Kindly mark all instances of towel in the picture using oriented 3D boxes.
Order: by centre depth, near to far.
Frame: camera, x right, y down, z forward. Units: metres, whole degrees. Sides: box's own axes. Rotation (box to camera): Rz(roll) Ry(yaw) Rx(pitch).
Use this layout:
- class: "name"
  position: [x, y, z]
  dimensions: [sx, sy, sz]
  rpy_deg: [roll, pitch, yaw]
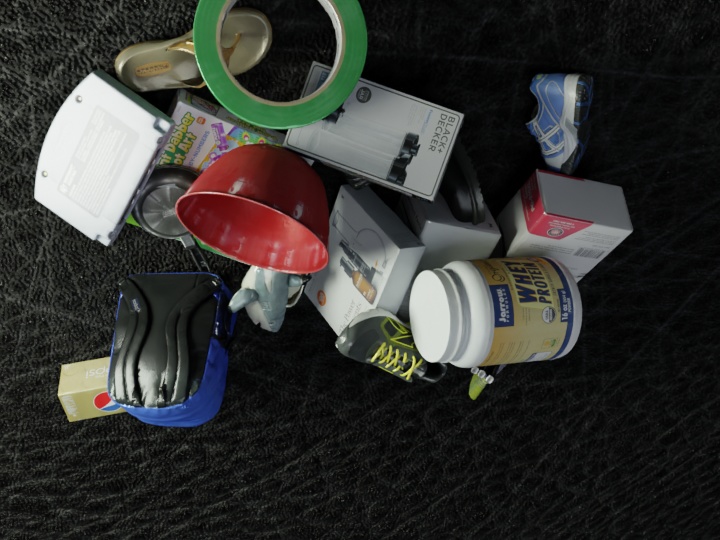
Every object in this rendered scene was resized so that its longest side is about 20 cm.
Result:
- class: "towel"
  position: [0.252, 0.116, 1.376]
  dimensions: [0.023, 0.144, 0.200]
  rpy_deg: [41, 117, 0]

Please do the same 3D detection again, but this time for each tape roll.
- class: "tape roll"
  position: [-0.093, -0.266, 0.991]
  dimensions: [0.200, 0.048, 0.201]
  rpy_deg: [-1, 98, -8]

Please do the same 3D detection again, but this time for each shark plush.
- class: "shark plush"
  position: [-0.106, -0.003, 1.198]
  dimensions: [0.083, 0.091, 0.200]
  rpy_deg: [32, 108, -7]

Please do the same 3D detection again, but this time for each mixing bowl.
- class: "mixing bowl"
  position: [-0.118, -0.088, 1.069]
  dimensions: [0.200, 0.109, 0.200]
  rpy_deg: [16, 158, 7]

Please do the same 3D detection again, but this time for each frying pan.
- class: "frying pan"
  position: [-0.254, -0.056, 1.147]
  dimensions: [0.115, 0.031, 0.190]
  rpy_deg: [1, 125, -10]

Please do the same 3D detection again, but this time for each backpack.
- class: "backpack"
  position: [-0.255, 0.123, 1.209]
  dimensions: [0.162, 0.200, 0.168]
  rpy_deg: [-4, 150, 13]

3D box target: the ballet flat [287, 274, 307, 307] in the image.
- class: "ballet flat"
  position: [-0.089, -0.028, 1.230]
  dimensions: [0.069, 0.070, 0.200]
  rpy_deg: [5, 127, -16]

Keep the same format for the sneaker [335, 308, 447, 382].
- class: "sneaker"
  position: [0.053, 0.109, 1.175]
  dimensions: [0.200, 0.085, 0.075]
  rpy_deg: [10, 121, -46]

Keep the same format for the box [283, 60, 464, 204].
- class: "box"
  position: [0.018, -0.171, 1.062]
  dimensions: [0.200, 0.060, 0.117]
  rpy_deg: [22, 92, 4]

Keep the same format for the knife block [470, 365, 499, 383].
- class: "knife block"
  position: [0.216, 0.098, 1.306]
  dimensions: [0.200, 0.176, 0.064]
  rpy_deg: [7, 129, -32]

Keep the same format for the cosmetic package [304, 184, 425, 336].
- class: "cosmetic package"
  position: [0.000, 0.000, 1.214]
  dimensions: [0.052, 0.151, 0.200]
  rpy_deg: [-7, 133, -35]

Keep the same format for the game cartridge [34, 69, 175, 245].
- class: "game cartridge"
  position: [-0.329, -0.144, 1.070]
  dimensions: [0.133, 0.041, 0.200]
  rpy_deg: [34, 116, -5]

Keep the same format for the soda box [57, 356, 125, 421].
- class: "soda box"
  position: [-0.364, 0.175, 1.333]
  dimensions: [0.199, 0.068, 0.064]
  rpy_deg: [-9, 130, -5]

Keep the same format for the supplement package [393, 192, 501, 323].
- class: "supplement package"
  position: [0.100, -0.018, 1.243]
  dimensions: [0.117, 0.117, 0.200]
  rpy_deg: [10, 126, -20]

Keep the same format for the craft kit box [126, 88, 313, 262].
- class: "craft kit box"
  position: [-0.194, -0.120, 1.150]
  dimensions: [0.197, 0.049, 0.200]
  rpy_deg: [21, 121, -23]

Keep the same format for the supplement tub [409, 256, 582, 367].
- class: "supplement tub"
  position: [0.181, 0.056, 1.154]
  dimensions: [0.199, 0.145, 0.145]
  rpy_deg: [-3, 129, -22]

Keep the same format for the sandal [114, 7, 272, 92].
- class: "sandal"
  position: [-0.201, -0.255, 1.030]
  dimensions: [0.199, 0.054, 0.080]
  rpy_deg: [-16, 130, 1]

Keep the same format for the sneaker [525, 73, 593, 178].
- class: "sneaker"
  position: [0.274, -0.196, 1.180]
  dimensions: [0.077, 0.076, 0.200]
  rpy_deg: [18, 143, 22]

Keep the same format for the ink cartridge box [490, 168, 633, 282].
- class: "ink cartridge box"
  position: [0.274, -0.046, 1.244]
  dimensions: [0.144, 0.085, 0.200]
  rpy_deg: [9, 146, -18]

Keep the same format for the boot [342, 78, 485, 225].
- class: "boot"
  position: [0.061, -0.133, 1.129]
  dimensions: [0.158, 0.079, 0.212]
  rpy_deg: [-25, 89, 4]
